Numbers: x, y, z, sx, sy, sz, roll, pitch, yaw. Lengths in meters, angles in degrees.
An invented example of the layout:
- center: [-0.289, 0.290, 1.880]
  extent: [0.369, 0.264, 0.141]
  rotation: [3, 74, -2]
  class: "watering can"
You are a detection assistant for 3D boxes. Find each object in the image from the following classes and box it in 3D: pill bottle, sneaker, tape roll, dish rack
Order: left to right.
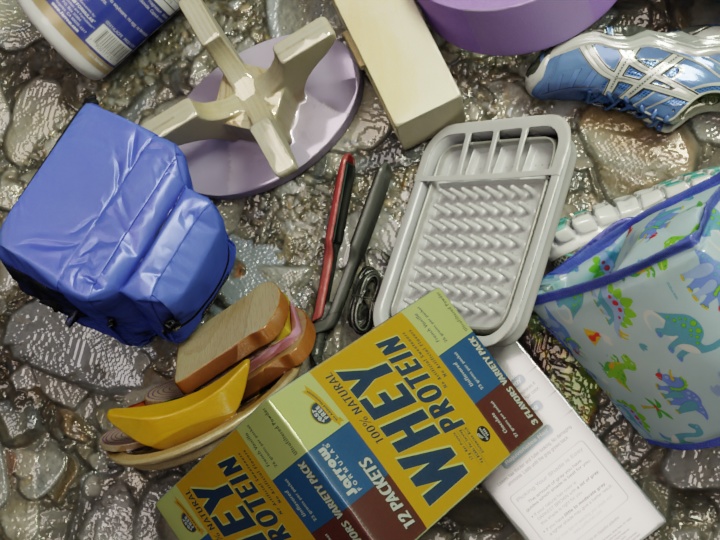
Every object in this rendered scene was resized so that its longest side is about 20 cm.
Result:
- center: [-0.210, -0.281, 1.084]
  extent: [0.200, 0.116, 0.116]
  rotation: [-41, 76, 3]
  class: "pill bottle"
- center: [0.100, -0.028, 0.974]
  extent: [0.172, 0.044, 0.200]
  rotation: [3, 69, 51]
  class: "dish rack"
- center: [0.133, -0.284, 1.002]
  extent: [0.200, 0.066, 0.200]
  rotation: [-10, 60, 18]
  class: "tape roll"
- center: [0.239, -0.159, 0.989]
  extent: [0.200, 0.076, 0.077]
  rotation: [-3, 77, 13]
  class: "sneaker"
- center: [0.252, -0.025, 0.979]
  extent: [0.200, 0.078, 0.091]
  rotation: [-20, 94, 12]
  class: "sneaker"

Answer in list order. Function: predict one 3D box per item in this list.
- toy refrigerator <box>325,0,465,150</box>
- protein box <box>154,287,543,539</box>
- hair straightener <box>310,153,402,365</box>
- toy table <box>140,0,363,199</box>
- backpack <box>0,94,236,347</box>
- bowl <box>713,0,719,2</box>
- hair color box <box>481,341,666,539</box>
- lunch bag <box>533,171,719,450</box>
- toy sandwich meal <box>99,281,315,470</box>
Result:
- center: [0.019, -0.214, 1.043]
  extent: [0.070, 0.076, 0.200]
  rotation: [-25, 78, 3]
  class: "toy refrigerator"
- center: [-0.010, 0.147, 0.888]
  extent: [0.135, 0.200, 0.199]
  rotation: [52, 135, 7]
  class: "protein box"
- center: [0.000, 0.000, 1.035]
  extent: [0.077, 0.041, 0.200]
  rotation: [12, 84, 14]
  class: "hair straightener"
- center: [-0.097, -0.148, 1.040]
  extent: [0.200, 0.117, 0.184]
  rotation: [-42, 76, 2]
  class: "toy table"
- center: [-0.197, -0.014, 0.998]
  extent: [0.168, 0.200, 0.163]
  rotation: [33, 75, 8]
  class: "backpack"
- center: [0.320, -0.304, 0.974]
  extent: [0.200, 0.105, 0.201]
  rotation: [-1, 83, 8]
  class: "bowl"
- center: [0.148, 0.156, 0.971]
  extent: [0.099, 0.061, 0.200]
  rotation: [-40, 77, 4]
  class: "hair color box"
- center: [0.245, 0.043, 0.899]
  extent: [0.170, 0.127, 0.200]
  rotation: [50, 137, -6]
  class: "lunch bag"
- center: [-0.132, 0.088, 0.979]
  extent: [0.205, 0.205, 0.070]
  rotation: [-24, 107, 8]
  class: "toy sandwich meal"
